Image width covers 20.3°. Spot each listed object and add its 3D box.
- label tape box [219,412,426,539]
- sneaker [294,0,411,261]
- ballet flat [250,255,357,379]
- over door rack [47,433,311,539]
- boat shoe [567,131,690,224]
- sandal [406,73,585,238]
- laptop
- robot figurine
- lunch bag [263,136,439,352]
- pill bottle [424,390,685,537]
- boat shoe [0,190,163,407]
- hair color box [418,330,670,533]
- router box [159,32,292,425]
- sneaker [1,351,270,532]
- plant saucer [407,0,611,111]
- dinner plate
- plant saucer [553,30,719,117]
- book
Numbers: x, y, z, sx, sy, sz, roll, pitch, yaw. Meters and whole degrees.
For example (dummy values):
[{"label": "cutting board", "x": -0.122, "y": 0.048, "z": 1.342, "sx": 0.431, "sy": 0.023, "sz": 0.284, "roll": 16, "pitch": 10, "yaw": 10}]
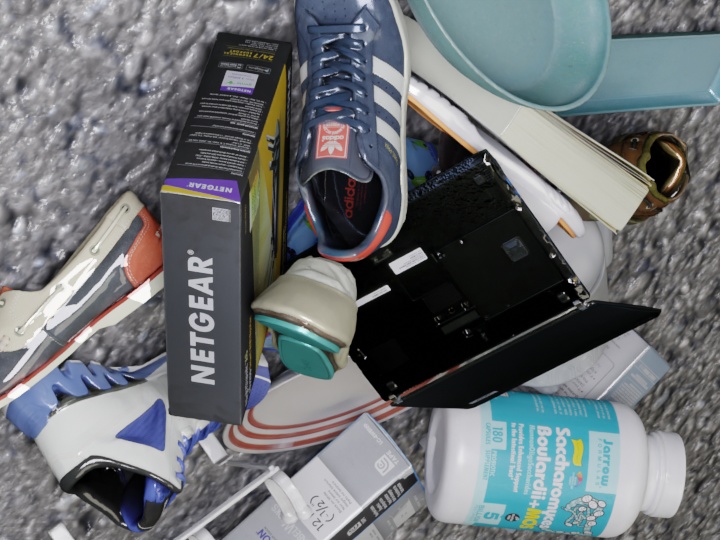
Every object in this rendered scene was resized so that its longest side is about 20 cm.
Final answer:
[{"label": "label tape box", "x": -0.042, "y": 0.216, "z": 1.623, "sx": 0.200, "sy": 0.066, "sz": 0.143, "roll": -42, "pitch": 162, "yaw": -6}, {"label": "sneaker", "x": -0.010, "y": -0.099, "z": 1.266, "sx": 0.085, "sy": 0.075, "sz": 0.201, "roll": -48, "pitch": 132, "yaw": -62}, {"label": "ballet flat", "x": -0.031, "y": 0.023, "z": 1.281, "sx": 0.069, "sy": 0.070, "sz": 0.200, "roll": -38, "pitch": 174, "yaw": -8}, {"label": "over door rack", "x": -0.125, "y": 0.186, "z": 1.426, "sx": 0.147, "sy": 0.200, "sz": 0.067, "roll": -34, "pitch": 107, "yaw": -15}, {"label": "boat shoe", "x": 0.226, "y": -0.073, "z": 1.568, "sx": 0.068, "sy": 0.072, "sz": 0.200, "roll": -14, "pitch": -175, "yaw": 28}, {"label": "sandal", "x": 0.069, "y": -0.069, "z": 1.371, "sx": 0.206, "sy": 0.079, "sz": 0.059, "roll": 35, "pitch": 95, "yaw": -34}, {"label": "laptop", "x": 0.081, "y": 0.013, "z": 1.401, "sx": 0.177, "sy": 0.200, "sz": 0.103, "roll": -29, "pitch": -163, "yaw": 27}, {"label": "robot figurine", "x": 0.139, "y": 0.013, "z": 1.585, "sx": 0.170, "sy": 0.113, "sz": 0.200, "roll": -45, "pitch": 148, "yaw": -21}, {"label": "lunch bag", "x": 0.000, "y": 0.000, "z": 1.473, "sx": 0.150, "sy": 0.094, "sz": 0.200, "roll": 10, "pitch": 134, "yaw": -48}, {"label": "pill bottle", "x": 0.157, "y": 0.156, "z": 1.617, "sx": 0.199, "sy": 0.111, "sz": 0.111, "roll": 6, "pitch": 129, "yaw": -8}, {"label": "boat shoe", "x": -0.207, "y": 0.030, "z": 1.301, "sx": 0.200, "sy": 0.071, "sz": 0.063, "roll": -38, "pitch": 103, "yaw": -5}, {"label": "hair color box", "x": 0.158, "y": 0.116, "z": 1.722, "sx": 0.200, "sy": 0.099, "sz": 0.061, "roll": -46, "pitch": 147, "yaw": 3}, {"label": "router box", "x": -0.084, "y": -0.026, "z": 1.291, "sx": 0.052, "sy": 0.158, "sz": 0.201, "roll": 9, "pitch": 135, "yaw": 5}, {"label": "sneaker", "x": -0.144, "y": 0.121, "z": 1.392, "sx": 0.199, "sy": 0.116, "sz": 0.081, "roll": -8, "pitch": 150, "yaw": -41}, {"label": "plant saucer", "x": 0.084, "y": -0.190, "z": 1.288, "sx": 0.199, "sy": 0.201, "sz": 0.036, "roll": 2, "pitch": 160, "yaw": -46}, {"label": "dinner plate", "x": -0.014, "y": 0.090, "z": 1.540, "sx": 0.199, "sy": 0.024, "sz": 0.200, "roll": -17, "pitch": 161, "yaw": -6}, {"label": "plant saucer", "x": 0.229, "y": -0.159, "z": 1.583, "sx": 0.199, "sy": 0.019, "sz": 0.070, "roll": -9, "pitch": 132, "yaw": -41}, {"label": "book", "x": 0.108, "y": -0.105, "z": 1.413, "sx": 0.048, "sy": 0.133, "sz": 0.200, "roll": -55, "pitch": 145, "yaw": 6}]
